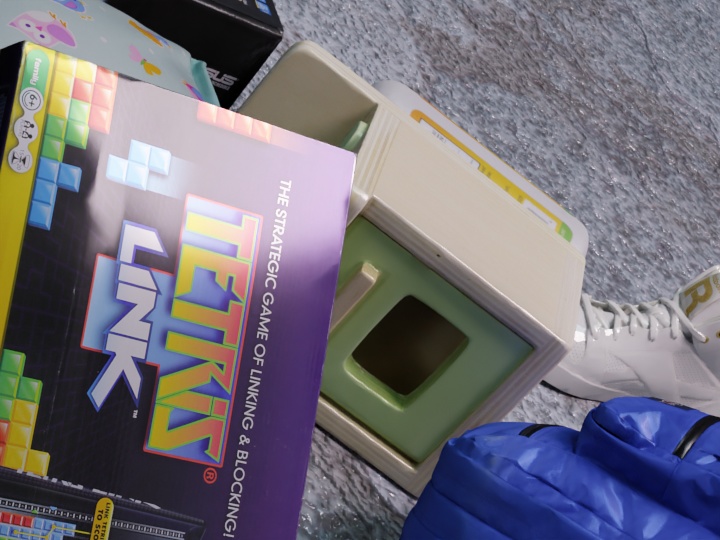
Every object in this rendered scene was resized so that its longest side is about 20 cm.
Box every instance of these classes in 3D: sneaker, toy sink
[{"bbox_3d":[0.181,0.030,1.184,0.199,0.116,0.074,22,35,-30],"label":"sneaker"},{"bbox_3d":[0.000,0.000,0.976,0.200,0.130,0.112,38,28,-10],"label":"toy sink"}]

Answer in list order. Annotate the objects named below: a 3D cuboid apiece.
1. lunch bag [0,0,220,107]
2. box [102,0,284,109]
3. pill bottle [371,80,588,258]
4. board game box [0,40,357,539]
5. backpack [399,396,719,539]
[{"bbox_3d":[-0.148,-0.049,0.865,0.170,0.122,0.201,26,26,-29],"label":"lunch bag"},{"bbox_3d":[-0.153,-0.198,1.103,0.163,0.086,0.201,19,36,-36],"label":"box"},{"bbox_3d":[0.025,-0.039,1.080,0.199,0.111,0.111,37,28,-8],"label":"pill bottle"},{"bbox_3d":[-0.095,0.027,0.764,0.164,0.057,0.202,15,77,-32],"label":"board game box"},{"bbox_3d":[0.121,0.141,0.859,0.199,0.169,0.162,22,-2,23],"label":"backpack"}]
